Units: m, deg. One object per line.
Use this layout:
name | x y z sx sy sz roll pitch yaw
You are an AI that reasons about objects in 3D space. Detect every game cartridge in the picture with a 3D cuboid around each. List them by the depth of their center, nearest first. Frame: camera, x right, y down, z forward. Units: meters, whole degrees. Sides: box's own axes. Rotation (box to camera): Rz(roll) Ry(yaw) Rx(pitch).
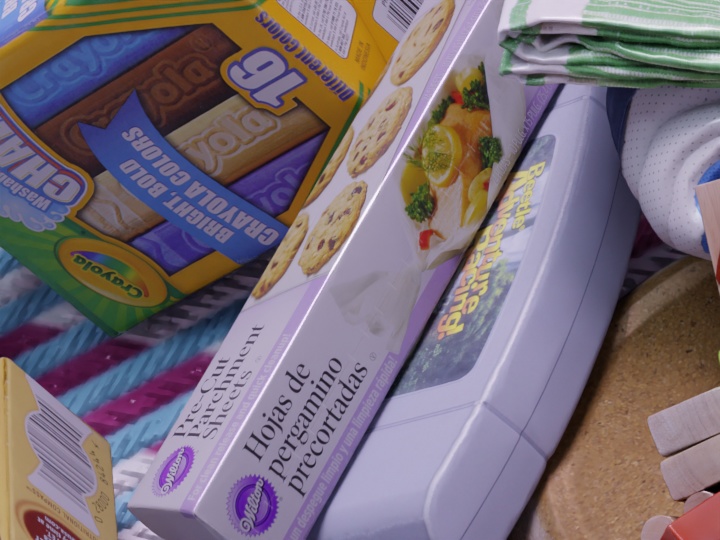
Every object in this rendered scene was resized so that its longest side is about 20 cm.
game cartridge | 0.024 0.014 0.931 0.133 0.041 0.201 -14 43 41

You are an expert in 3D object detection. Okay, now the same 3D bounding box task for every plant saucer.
plant saucer | 0.122 0.052 0.860 0.199 0.035 0.201 -17 45 18

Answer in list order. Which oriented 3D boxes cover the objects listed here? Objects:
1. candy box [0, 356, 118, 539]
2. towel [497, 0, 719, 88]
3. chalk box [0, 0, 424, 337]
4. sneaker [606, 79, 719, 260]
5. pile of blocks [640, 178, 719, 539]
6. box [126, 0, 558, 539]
candy box | -0.128 0.129 0.890 0.117 0.056 0.200 -39 31 17
towel | 0.148 -0.104 0.854 0.199 0.023 0.153 2 43 14
chalk box | -0.078 -0.074 1.013 0.200 0.124 0.125 -27 35 33
sneaker | 0.172 -0.048 0.868 0.199 0.081 0.147 -3 47 0
pile of blocks | 0.109 0.062 0.773 0.082 0.062 0.201 11 89 24
box | 0.000 0.000 0.902 0.041 0.039 0.201 -2 53 56
